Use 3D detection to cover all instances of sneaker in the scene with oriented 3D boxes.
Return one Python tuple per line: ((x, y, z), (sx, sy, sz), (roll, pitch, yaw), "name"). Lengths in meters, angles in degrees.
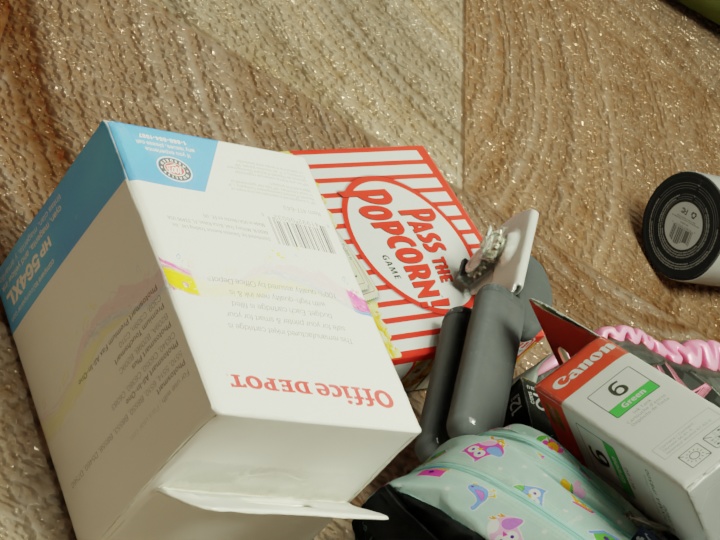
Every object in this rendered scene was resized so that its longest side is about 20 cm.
((0.175, 0.092, 1.250), (0.199, 0.079, 0.096), (5, 60, -42), "sneaker")

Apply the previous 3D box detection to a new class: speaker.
((0.304, -0.024, 1.498), (0.199, 0.081, 0.082), (6, 48, -43), "speaker")

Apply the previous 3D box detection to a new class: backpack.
((0.087, 0.174, 0.988), (0.200, 0.168, 0.126), (40, 39, 24), "backpack")

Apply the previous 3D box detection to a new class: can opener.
((0.078, 0.039, 1.133), (0.066, 0.053, 0.200), (39, 38, -15), "can opener")

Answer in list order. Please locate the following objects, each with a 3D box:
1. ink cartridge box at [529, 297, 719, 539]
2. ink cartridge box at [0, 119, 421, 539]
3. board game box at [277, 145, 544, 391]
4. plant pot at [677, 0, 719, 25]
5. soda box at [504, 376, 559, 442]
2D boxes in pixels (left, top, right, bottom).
((0.142, 0.098, 1.030), (0.200, 0.050, 0.109), (33, -25, 55), "ink cartridge box")
((-0.075, 0.049, 0.975), (0.128, 0.125, 0.201), (9, 46, -40), "ink cartridge box")
((0.000, 0.000, 1.181), (0.199, 0.046, 0.152), (-7, 58, -50), "board game box")
((0.362, -0.278, 1.775), (0.189, 0.201, 0.201), (17, 39, -13), "plant pot")
((0.158, 0.135, 1.181), (0.199, 0.063, 0.071), (21, 39, -29), "soda box")
